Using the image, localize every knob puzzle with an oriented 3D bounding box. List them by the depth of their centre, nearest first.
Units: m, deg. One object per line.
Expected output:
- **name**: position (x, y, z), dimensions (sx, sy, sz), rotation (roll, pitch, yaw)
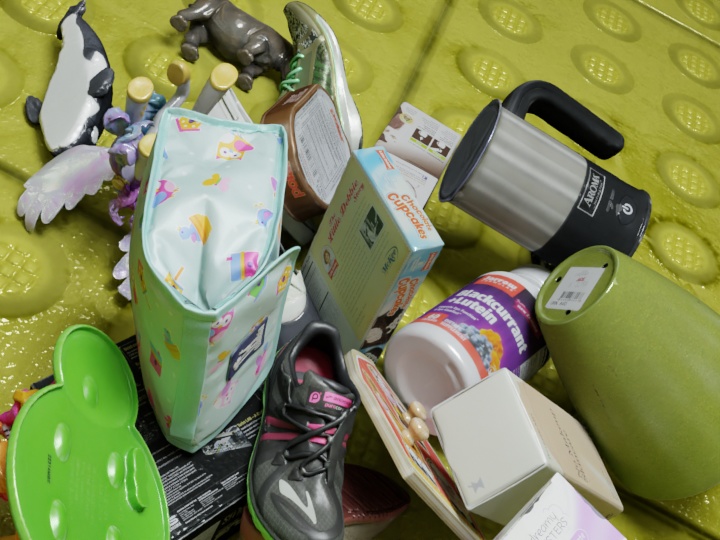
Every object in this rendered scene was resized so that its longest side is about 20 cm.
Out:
- **knob puzzle**: position (0.047, 0.137, 0.866), dimensions (0.221, 0.030, 0.220), rotation (54, 3, -5)

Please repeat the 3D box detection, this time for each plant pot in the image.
- **plant pot**: position (0.258, 0.078, 0.953), dimensions (0.200, 0.186, 0.189), rotation (45, 39, -23)

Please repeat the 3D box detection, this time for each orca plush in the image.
- **orca plush**: position (-0.290, -0.182, 1.058), dimensions (0.104, 0.071, 0.202), rotation (-31, 52, 7)

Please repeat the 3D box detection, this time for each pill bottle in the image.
- **pill bottle**: position (0.123, 0.068, 0.995), dimensions (0.111, 0.112, 0.199), rotation (45, 46, 16)

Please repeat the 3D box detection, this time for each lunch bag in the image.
- **lunch bag**: position (-0.114, 0.009, 0.757), dimensions (0.120, 0.172, 0.202), rotation (6, 47, -12)

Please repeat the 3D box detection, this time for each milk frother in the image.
- **milk frother**: position (0.174, -0.073, 1.074), dimensions (0.186, 0.200, 0.182), rotation (30, 46, -10)

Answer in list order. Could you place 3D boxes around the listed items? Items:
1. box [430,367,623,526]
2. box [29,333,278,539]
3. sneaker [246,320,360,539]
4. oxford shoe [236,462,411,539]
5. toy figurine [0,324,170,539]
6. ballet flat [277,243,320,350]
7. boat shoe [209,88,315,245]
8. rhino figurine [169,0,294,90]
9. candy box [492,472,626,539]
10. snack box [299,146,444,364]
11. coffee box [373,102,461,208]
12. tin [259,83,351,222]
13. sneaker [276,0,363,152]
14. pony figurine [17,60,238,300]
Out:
- **box**: position (0.147, 0.166, 0.873), dimensions (0.199, 0.077, 0.096), rotation (35, 28, -53)
- **box**: position (-0.143, 0.133, 0.816), dimensions (0.199, 0.087, 0.164), rotation (-28, 67, -42)
- **sneaker**: position (-0.041, 0.121, 0.757), dimensions (0.075, 0.084, 0.202), rotation (10, 47, -18)
- **oxford shoe**: position (-0.034, 0.210, 0.827), dimensions (0.070, 0.076, 0.198), rotation (34, 21, 34)
- **toy figurine**: position (-0.245, 0.157, 0.680), dimensions (0.150, 0.182, 0.203), rotation (44, 28, -48)
- **ballet flat**: position (-0.093, 0.002, 0.970), dimensions (0.072, 0.073, 0.202), rotation (-7, 55, -32)
- **boat shoe**: position (-0.094, -0.121, 1.060), dimensions (0.086, 0.075, 0.202), rotation (-41, 64, 0)
- **rhino figurine**: position (-0.123, -0.260, 1.198), dimensions (0.198, 0.060, 0.088), rotation (29, 46, -4)
- **candy box**: position (0.084, 0.264, 0.736), dimensions (0.071, 0.201, 0.167), rotation (42, 46, 14)
- **snack box**: position (0.000, 0.000, 0.928), dimensions (0.037, 0.201, 0.117), rotation (-11, 56, -32)
- **coffee box**: position (0.025, -0.070, 1.067), dimensions (0.079, 0.114, 0.201), rotation (29, 43, 0)
- **tin**: position (-0.050, -0.121, 1.024), dimensions (0.041, 0.114, 0.200), rotation (-12, 20, 15)
- **sneaker**: position (-0.062, -0.208, 1.146), dimensions (0.087, 0.077, 0.203), rotation (-16, 82, -19)
- **pony figurine**: position (-0.201, -0.094, 0.941), dimensions (0.166, 0.200, 0.194), rotation (39, 60, 0)
